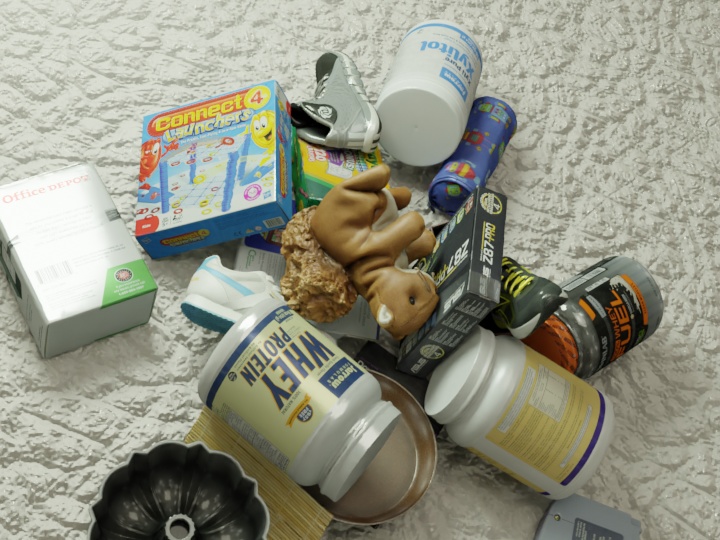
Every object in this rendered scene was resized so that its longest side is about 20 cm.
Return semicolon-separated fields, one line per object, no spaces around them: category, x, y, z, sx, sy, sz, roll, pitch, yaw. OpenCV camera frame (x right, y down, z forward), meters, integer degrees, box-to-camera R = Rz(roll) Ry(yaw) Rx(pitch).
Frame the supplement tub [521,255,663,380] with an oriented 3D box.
supplement tub;0.296;0.069;1.633;0.199;0.123;0.123;-27;68;-37

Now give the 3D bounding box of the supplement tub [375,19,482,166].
supplement tub;0.099;-0.256;1.771;0.130;0.133;0.201;21;41;-3

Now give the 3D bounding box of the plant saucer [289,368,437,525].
plant saucer;-0.008;0.209;1.466;0.197;0.032;0.203;9;55;-12

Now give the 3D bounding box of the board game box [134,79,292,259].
board game box;-0.187;-0.131;1.601;0.197;0.056;0.198;-13;56;15

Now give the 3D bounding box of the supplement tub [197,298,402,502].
supplement tub;-0.067;0.144;1.382;0.199;0.146;0.145;38;54;11

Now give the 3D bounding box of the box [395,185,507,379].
box;0.112;0.017;1.530;0.048;0.200;0.163;19;53;-15

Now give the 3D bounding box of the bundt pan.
bundt pan;-0.199;0.294;1.356;0.198;0.076;0.205;6;60;-10

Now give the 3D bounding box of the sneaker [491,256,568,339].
sneaker;0.181;0.027;1.495;0.074;0.200;0.085;-40;96;-10

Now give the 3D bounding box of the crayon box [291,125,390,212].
crayon box;-0.030;-0.126;1.673;0.117;0.059;0.201;6;37;-16

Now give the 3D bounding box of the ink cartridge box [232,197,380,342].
ink cartridge box;-0.067;0.000;1.623;0.197;0.047;0.200;15;53;-10

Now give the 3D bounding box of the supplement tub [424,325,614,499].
supplement tub;0.191;0.169;1.507;0.198;0.145;0.147;32;52;-13

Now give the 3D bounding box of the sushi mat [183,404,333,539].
sushi mat;-0.126;0.249;1.414;0.199;0.096;0.012;40;18;11

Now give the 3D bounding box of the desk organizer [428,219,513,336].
desk organizer;0.142;0.020;1.655;0.070;0.077;0.203;0;57;-18

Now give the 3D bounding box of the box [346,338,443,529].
box;0.015;0.195;1.524;0.142;0.036;0.201;34;52;6

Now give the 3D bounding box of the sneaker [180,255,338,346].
sneaker;-0.114;0.050;1.510;0.198;0.077;0.082;25;65;-9

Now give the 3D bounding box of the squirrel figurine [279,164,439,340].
squirrel figurine;0.000;0.000;1.502;0.197;0.142;0.189;-21;77;3

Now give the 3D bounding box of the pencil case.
pencil case;0.162;-0.159;1.780;0.077;0.088;0.201;12;49;20

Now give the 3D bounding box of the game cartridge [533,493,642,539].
game cartridge;0.264;0.369;1.488;0.131;0.042;0.202;18;54;0

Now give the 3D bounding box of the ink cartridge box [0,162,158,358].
ink cartridge box;-0.355;-0.016;1.514;0.144;0.084;0.202;-19;64;-27

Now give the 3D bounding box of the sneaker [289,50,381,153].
sneaker;-0.054;-0.235;1.695;0.114;0.076;0.201;-4;41;-24
